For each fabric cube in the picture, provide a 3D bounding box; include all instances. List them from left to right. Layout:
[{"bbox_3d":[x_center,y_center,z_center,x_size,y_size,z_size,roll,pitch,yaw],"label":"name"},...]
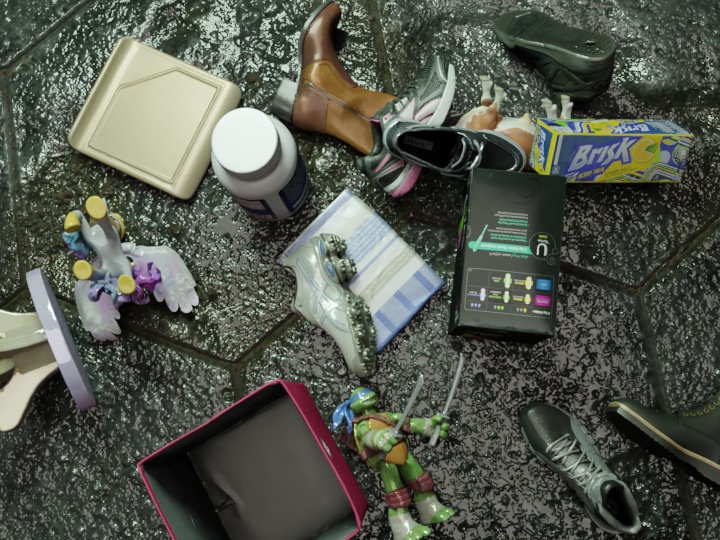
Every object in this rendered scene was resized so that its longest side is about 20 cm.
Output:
[{"bbox_3d":[-0.118,0.267,0.951,0.199,0.199,0.197,-31,80,-2],"label":"fabric cube"}]

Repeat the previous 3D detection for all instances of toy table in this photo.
[{"bbox_3d":[-0.442,0.108,1.017,0.116,0.184,0.201,-22,67,-16],"label":"toy table"}]

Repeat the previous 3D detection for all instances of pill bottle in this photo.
[{"bbox_3d":[-0.132,-0.139,1.015,0.110,0.200,0.112,0,81,3],"label":"pill bottle"}]

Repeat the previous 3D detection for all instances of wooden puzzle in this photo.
[{"bbox_3d":[-0.297,-0.221,1.125,0.199,0.037,0.186,25,83,2],"label":"wooden puzzle"}]

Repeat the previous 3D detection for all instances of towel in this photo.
[{"bbox_3d":[0.000,0.000,1.075,0.200,0.024,0.147,43,86,8],"label":"towel"}]

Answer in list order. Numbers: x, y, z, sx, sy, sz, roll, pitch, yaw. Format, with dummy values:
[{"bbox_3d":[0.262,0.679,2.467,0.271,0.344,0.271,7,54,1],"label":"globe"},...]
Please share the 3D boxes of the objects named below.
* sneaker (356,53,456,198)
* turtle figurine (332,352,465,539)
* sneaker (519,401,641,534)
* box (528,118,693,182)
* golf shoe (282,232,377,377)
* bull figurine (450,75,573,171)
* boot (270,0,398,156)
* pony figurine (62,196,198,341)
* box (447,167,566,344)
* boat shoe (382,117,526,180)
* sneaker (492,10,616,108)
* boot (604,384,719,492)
[{"bbox_3d":[0.059,-0.204,1.040,0.086,0.080,0.201,23,85,-18],"label":"sneaker"},{"bbox_3d":[0.071,0.227,0.975,0.198,0.144,0.195,-21,84,4],"label":"turtle figurine"},{"bbox_3d":[0.285,0.246,0.971,0.075,0.116,0.200,-41,81,-3],"label":"sneaker"},{"bbox_3d":[0.330,-0.159,1.021,0.198,0.064,0.071,-2,118,-13],"label":"box"},{"bbox_3d":[-0.041,0.054,1.031,0.097,0.078,0.202,-23,75,16],"label":"golf shoe"},{"bbox_3d":[0.196,-0.192,1.062,0.198,0.065,0.122,11,121,-3],"label":"bull figurine"},{"bbox_3d":[-0.004,-0.266,1.095,0.199,0.068,0.190,23,83,6],"label":"boot"},{"bbox_3d":[-0.323,-0.007,1.030,0.165,0.200,0.195,-21,96,-7],"label":"pony figurine"},{"bbox_3d":[0.187,-0.013,1.002,0.123,0.149,0.202,5,82,3],"label":"box"},{"bbox_3d":[0.129,-0.153,0.996,0.198,0.068,0.072,12,104,-16],"label":"boat shoe"},{"bbox_3d":[0.267,-0.291,1.082,0.076,0.115,0.199,-42,52,-19],"label":"sneaker"},{"bbox_3d":[0.430,0.183,1.002,0.199,0.077,0.139,32,80,-6],"label":"boot"}]
